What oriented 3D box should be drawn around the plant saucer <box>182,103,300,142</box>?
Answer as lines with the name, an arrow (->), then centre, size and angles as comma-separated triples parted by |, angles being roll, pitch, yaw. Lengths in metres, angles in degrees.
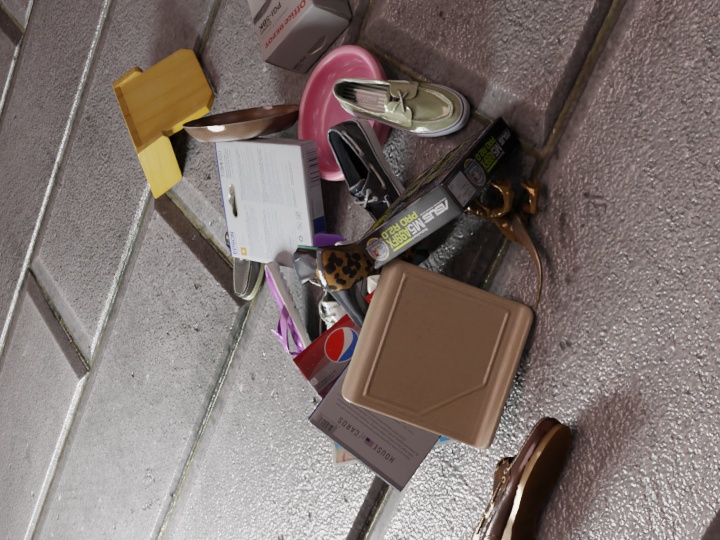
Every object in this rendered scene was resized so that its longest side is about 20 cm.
plant saucer -> -0.186, -0.236, 1.622 | 0.199, 0.199, 0.033 | 9, 114, 49

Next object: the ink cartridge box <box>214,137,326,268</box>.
ink cartridge box -> -0.139, -0.108, 1.583 | 0.198, 0.043, 0.199 | 11, 114, 42

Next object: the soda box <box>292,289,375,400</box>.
soda box -> 0.011, 0.089, 1.336 | 0.199, 0.064, 0.070 | -40, 55, -4

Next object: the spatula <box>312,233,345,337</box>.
spatula -> -0.051, 0.047, 1.528 | 0.021, 0.056, 0.203 | -139, 52, -78

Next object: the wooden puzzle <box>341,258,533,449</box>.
wooden puzzle -> 0.095, 0.103, 1.254 | 0.197, 0.037, 0.188 | 19, 87, 5

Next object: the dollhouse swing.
dollhouse swing -> -0.363, -0.290, 1.947 | 0.183, 0.174, 0.201 | 80, 165, -55

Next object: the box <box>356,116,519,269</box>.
box -> 0.100, -0.099, 1.264 | 0.044, 0.200, 0.160 | 49, 131, -7

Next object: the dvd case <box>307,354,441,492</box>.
dvd case -> 0.050, 0.154, 1.278 | 0.201, 0.150, 0.025 | -53, 0, -2

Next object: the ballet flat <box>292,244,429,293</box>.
ballet flat -> 0.000, 0.000, 1.406 | 0.197, 0.073, 0.074 | 1, 84, 15

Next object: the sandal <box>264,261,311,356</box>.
sandal -> -0.116, 0.084, 1.558 | 0.083, 0.049, 0.205 | 92, 157, -64

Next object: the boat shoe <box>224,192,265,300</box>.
boat shoe -> -0.197, -0.054, 1.691 | 0.071, 0.065, 0.204 | 9, 91, 48

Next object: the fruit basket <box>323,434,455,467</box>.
fruit basket -> 0.036, 0.158, 1.364 | 0.198, 0.093, 0.188 | -20, 60, 36

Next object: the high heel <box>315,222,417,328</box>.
high heel -> 0.011, -0.045, 1.290 | 0.071, 0.143, 0.202 | 6, 59, 33

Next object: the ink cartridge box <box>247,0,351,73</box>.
ink cartridge box -> -0.108, -0.448, 1.633 | 0.146, 0.082, 0.202 | -39, 56, 38

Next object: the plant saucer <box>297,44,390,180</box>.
plant saucer -> -0.018, -0.234, 1.521 | 0.199, 0.050, 0.204 | -10, 77, 48

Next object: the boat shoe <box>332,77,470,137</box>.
boat shoe -> 0.052, -0.226, 1.384 | 0.197, 0.062, 0.073 | 10, 93, 26

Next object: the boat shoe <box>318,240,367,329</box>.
boat shoe -> -0.032, 0.053, 1.480 | 0.073, 0.066, 0.203 | 7, 90, 50

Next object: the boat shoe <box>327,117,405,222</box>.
boat shoe -> 0.014, -0.116, 1.408 | 0.071, 0.067, 0.202 | -25, 89, 47

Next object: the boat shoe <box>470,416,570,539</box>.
boat shoe -> 0.183, 0.258, 1.193 | 0.070, 0.070, 0.202 | 34, 110, 42

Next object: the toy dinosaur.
toy dinosaur -> 0.194, -0.056, 1.255 | 0.200, 0.060, 0.107 | -128, 33, -46
